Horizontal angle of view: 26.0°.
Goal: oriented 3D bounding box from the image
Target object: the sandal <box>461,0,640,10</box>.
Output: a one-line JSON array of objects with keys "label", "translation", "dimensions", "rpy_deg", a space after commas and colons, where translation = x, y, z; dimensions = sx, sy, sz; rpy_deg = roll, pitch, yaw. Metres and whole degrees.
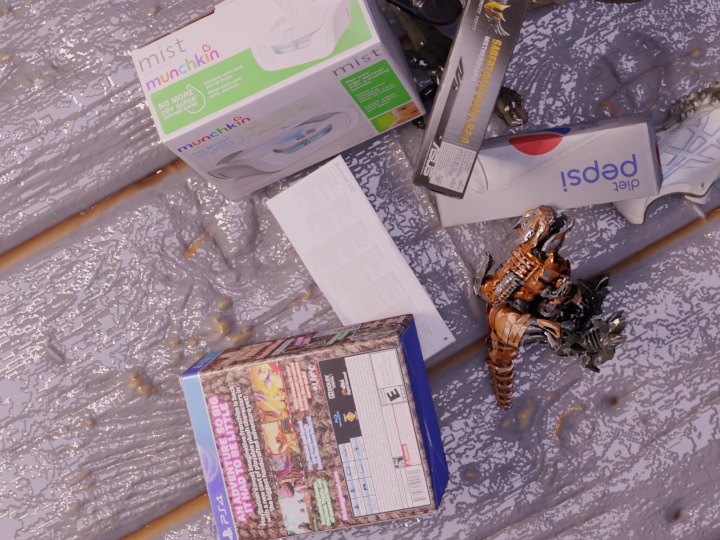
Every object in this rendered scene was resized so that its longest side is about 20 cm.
[{"label": "sandal", "translation": [0.176, -0.278, 1.428], "dimensions": [0.211, 0.070, 0.078], "rpy_deg": [0, 91, -4]}]

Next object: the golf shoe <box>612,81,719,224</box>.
[{"label": "golf shoe", "translation": [0.315, -0.114, 1.445], "dimensions": [0.200, 0.078, 0.097], "rpy_deg": [-25, 99, 6]}]

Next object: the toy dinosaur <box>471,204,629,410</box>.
[{"label": "toy dinosaur", "translation": [0.161, 0.034, 1.415], "dimensions": [0.135, 0.200, 0.102], "rpy_deg": [10, 50, -10]}]

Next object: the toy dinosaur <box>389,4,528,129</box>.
[{"label": "toy dinosaur", "translation": [0.064, -0.188, 1.437], "dimensions": [0.088, 0.047, 0.200], "rpy_deg": [-44, 89, -6]}]

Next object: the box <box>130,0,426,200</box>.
[{"label": "box", "translation": [-0.066, -0.163, 1.334], "dimensions": [0.200, 0.176, 0.097], "rpy_deg": [-23, 72, 7]}]

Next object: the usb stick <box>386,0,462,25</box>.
[{"label": "usb stick", "translation": [0.015, -0.259, 1.362], "dimensions": [0.055, 0.200, 0.033], "rpy_deg": [10, 109, -40]}]

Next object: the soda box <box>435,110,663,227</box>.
[{"label": "soda box", "translation": [0.166, -0.091, 1.397], "dimensions": [0.199, 0.063, 0.068], "rpy_deg": [-8, 103, 17]}]

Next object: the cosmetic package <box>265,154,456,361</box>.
[{"label": "cosmetic package", "translation": [0.000, 0.000, 1.429], "dimensions": [0.082, 0.051, 0.200], "rpy_deg": [-31, 93, 1]}]

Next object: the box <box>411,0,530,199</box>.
[{"label": "box", "translation": [0.099, -0.182, 1.306], "dimensions": [0.048, 0.158, 0.200], "rpy_deg": [18, 118, 0]}]

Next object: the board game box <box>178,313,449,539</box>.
[{"label": "board game box", "translation": [-0.038, 0.140, 1.375], "dimensions": [0.199, 0.097, 0.160], "rpy_deg": [-11, 98, 11]}]
